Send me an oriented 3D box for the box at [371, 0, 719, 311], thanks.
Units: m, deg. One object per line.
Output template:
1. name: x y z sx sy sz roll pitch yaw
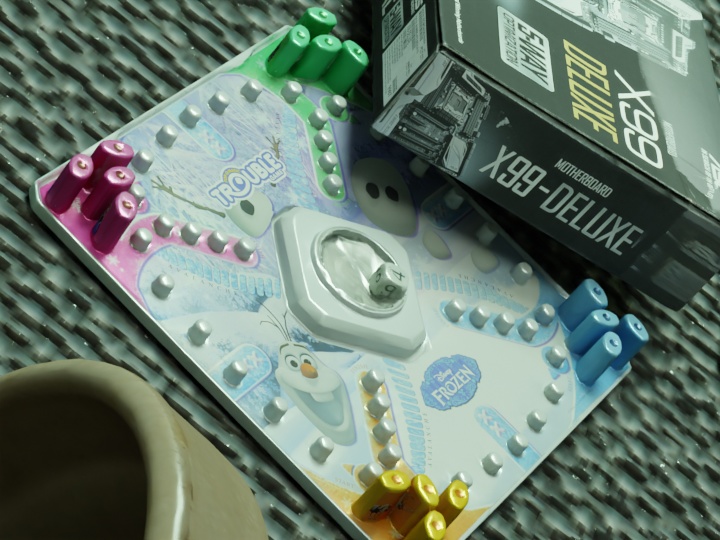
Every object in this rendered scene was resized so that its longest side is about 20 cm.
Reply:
1. box: 0.079 -0.091 1.214 0.157 0.050 0.200 31 30 -20

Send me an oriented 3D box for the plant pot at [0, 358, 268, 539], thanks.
1. plant pot: -0.065 0.151 0.767 0.175 0.200 0.201 41 33 -29

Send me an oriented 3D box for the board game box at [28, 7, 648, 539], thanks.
1. board game box: 0.000 0.000 1.096 0.200 0.026 0.200 45 37 5
